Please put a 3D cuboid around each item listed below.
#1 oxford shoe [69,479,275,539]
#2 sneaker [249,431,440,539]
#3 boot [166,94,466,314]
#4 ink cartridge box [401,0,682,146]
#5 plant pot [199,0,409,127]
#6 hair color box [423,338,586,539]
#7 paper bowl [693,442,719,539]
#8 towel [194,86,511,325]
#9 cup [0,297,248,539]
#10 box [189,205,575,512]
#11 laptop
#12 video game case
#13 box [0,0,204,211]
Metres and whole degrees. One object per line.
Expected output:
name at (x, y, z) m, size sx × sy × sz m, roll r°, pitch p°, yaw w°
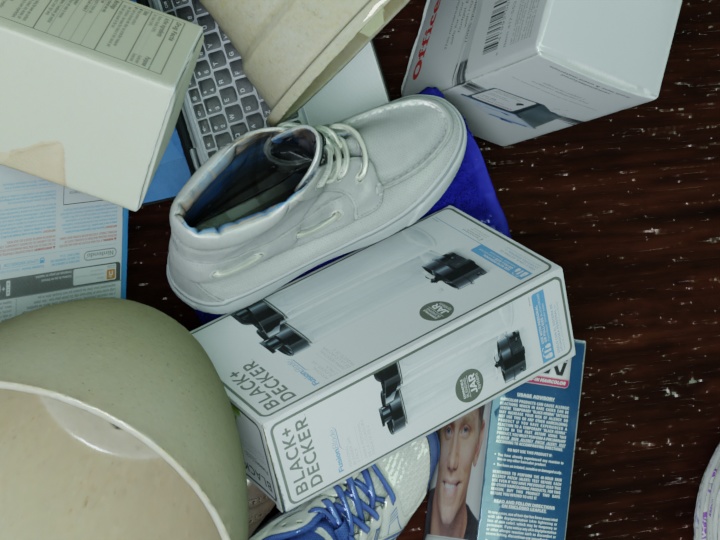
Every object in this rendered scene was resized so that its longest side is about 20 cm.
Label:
oxford shoe at (-0.086, 0.132, 1.044) m, size 0.200 × 0.071 × 0.073 m, roll -28°, pitch 123°, yaw -20°
sneaker at (-0.018, 0.160, 1.082) m, size 0.200 × 0.088 × 0.075 m, roll -43°, pitch 97°, yaw -18°
boot at (-0.019, -0.052, 1.007) m, size 0.200 × 0.096 × 0.074 m, roll -35°, pitch 72°, yaw -18°
ink cartridge box at (0.113, -0.167, 1.097) m, size 0.086 × 0.200 × 0.147 m, roll 19°, pitch 80°, yaw -17°
plant pot at (-0.042, -0.213, 1.008) m, size 0.183 × 0.200 × 0.200 m, roll 45°, pitch 73°, yaw -2°
hair color box at (0.083, 0.140, 1.111) m, size 0.060 × 0.100 × 0.200 m, roll 10°, pitch 82°, yaw -16°
paper bowl at (0.311, 0.171, 1.180) m, size 0.200 × 0.104 × 0.201 m, roll 2°, pitch 84°, yaw -19°
towel at (0.000, 0.000, 1.099) m, size 0.200 × 0.050 × 0.148 m, roll -34°, pitch 118°, yaw -16°
cup at (-0.139, 0.095, 0.914) m, size 0.200 × 0.200 × 0.143 m, roll 38°, pitch 34°, yaw -11°
box at (0.007, 0.044, 1.021) m, size 0.200 × 0.117 × 0.060 m, roll -26°, pitch 123°, yaw -21°
laptop at (-0.096, -0.144, 1.066) m, size 0.200 × 0.116 × 0.187 m, roll -17°, pitch 91°, yaw -1°
video game case at (-0.187, 0.036, 0.979) m, size 0.143 × 0.018 × 0.200 m, roll -10°, pitch 108°, yaw -46°
box at (-0.191, -0.113, 0.949) m, size 0.200 × 0.095 × 0.078 m, roll 20°, pitch 118°, yaw -4°
